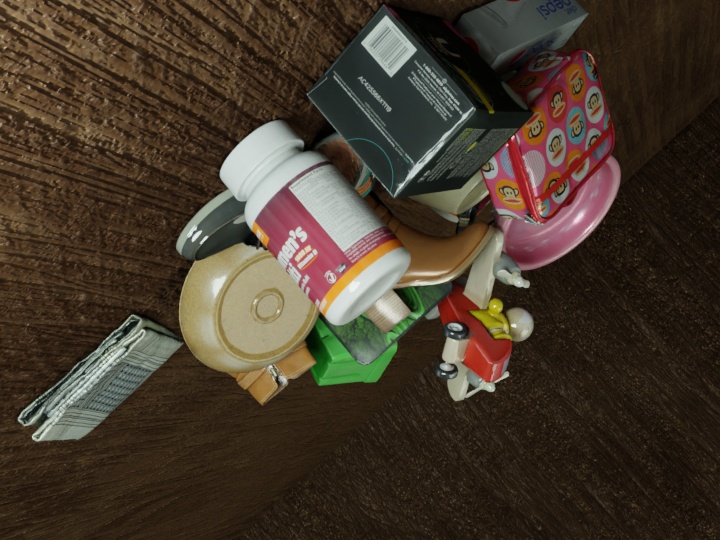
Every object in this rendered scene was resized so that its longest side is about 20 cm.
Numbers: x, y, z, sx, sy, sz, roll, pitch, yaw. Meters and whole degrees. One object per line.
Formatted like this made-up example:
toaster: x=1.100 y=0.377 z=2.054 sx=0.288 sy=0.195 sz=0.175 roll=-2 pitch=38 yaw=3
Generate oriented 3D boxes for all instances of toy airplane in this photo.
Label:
toy airplane: x=0.156 y=0.063 z=1.709 sx=0.140 sy=0.201 sz=0.200 roll=4 pitch=164 yaw=-11

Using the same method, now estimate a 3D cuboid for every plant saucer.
plant saucer: x=0.252 y=-0.090 z=1.721 sx=0.200 sy=0.051 sz=0.201 roll=-26 pitch=145 yaw=-20
plant saucer: x=-0.118 y=0.037 z=1.539 sx=0.199 sy=0.035 sz=0.202 roll=-15 pitch=119 yaw=-29

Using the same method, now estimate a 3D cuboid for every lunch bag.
lunch bag: x=0.222 y=-0.151 z=1.547 sx=0.082 sy=0.177 sz=0.200 roll=8 pitch=-140 yaw=42

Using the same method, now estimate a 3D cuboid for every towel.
towel: x=-0.308 y=0.137 z=1.579 sx=0.192 sy=0.035 sz=0.200 roll=-41 pitch=167 yaw=-1

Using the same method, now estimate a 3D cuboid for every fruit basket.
fruit basket: x=0.004 y=0.040 z=1.816 sx=0.215 sy=0.216 sz=0.156 roll=-34 pitch=166 yaw=-29

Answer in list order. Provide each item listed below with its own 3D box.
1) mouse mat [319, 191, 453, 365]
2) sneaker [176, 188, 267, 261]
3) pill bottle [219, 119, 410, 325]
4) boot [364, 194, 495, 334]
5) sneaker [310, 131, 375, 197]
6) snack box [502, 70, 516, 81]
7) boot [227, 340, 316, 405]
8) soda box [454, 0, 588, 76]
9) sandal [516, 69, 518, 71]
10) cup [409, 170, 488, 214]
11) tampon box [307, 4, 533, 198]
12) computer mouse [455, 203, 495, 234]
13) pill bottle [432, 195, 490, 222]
mouse mat: x=0.000 y=0.000 z=1.665 sx=0.161 sy=0.200 sz=0.008 roll=-41 pitch=168 yaw=-2
sneaker: x=-0.097 y=-0.045 z=1.419 sx=0.199 sy=0.106 sz=0.075 roll=-31 pitch=165 yaw=-23
pill bottle: x=-0.049 y=-0.051 z=1.332 sx=0.109 sy=0.200 sz=0.110 roll=-39 pitch=168 yaw=-10
boot: x=0.054 y=-0.039 z=1.610 sx=0.200 sy=0.155 sz=0.074 roll=-38 pitch=178 yaw=-7
sneaker: x=-0.017 y=-0.120 z=1.521 sx=0.080 sy=0.072 sz=0.200 roll=-36 pitch=175 yaw=-28
snack box: x=0.132 y=-0.193 z=1.709 sx=0.200 sy=0.072 sz=0.024 roll=-46 pitch=167 yaw=21
boot: x=-0.106 y=0.057 z=1.635 sx=0.200 sy=0.155 sz=0.077 roll=-42 pitch=169 yaw=4
soda box: x=0.185 y=-0.287 z=1.555 sx=0.200 sy=0.068 sz=0.064 roll=-30 pitch=165 yaw=-42
sandal: x=0.225 y=-0.239 z=1.902 sx=0.075 sy=0.045 sz=0.200 roll=-37 pitch=167 yaw=-22
cup: x=0.108 y=-0.155 z=1.598 sx=0.200 sy=0.143 sz=0.200 roll=-39 pitch=167 yaw=-11
tampon box: x=0.068 y=-0.177 z=1.376 sx=0.126 sy=0.150 sz=0.200 roll=-45 pitch=168 yaw=21
computer mouse: x=0.206 y=-0.096 z=1.756 sx=0.199 sy=0.044 sz=0.110 roll=-29 pitch=145 yaw=-14
pill bottle: x=0.171 y=-0.169 z=1.788 sx=0.200 sy=0.110 sz=0.109 roll=-50 pitch=165 yaw=34
